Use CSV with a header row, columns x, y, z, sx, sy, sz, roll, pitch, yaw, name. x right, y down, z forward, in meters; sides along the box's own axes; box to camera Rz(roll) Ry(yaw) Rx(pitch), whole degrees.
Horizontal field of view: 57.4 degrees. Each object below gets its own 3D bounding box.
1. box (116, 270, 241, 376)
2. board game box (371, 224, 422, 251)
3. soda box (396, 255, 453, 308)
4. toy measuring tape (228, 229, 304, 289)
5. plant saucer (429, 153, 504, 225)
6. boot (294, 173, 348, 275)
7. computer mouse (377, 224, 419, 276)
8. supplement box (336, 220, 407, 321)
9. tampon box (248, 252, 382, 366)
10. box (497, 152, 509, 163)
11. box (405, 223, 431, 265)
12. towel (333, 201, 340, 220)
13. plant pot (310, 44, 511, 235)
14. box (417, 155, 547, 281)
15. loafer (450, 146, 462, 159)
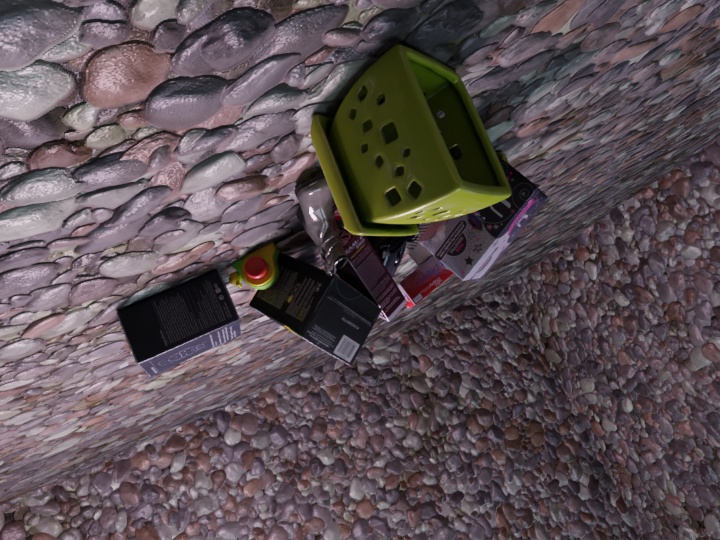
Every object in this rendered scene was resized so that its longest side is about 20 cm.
x,y,z,sx,sy,sz,roll,pitch,yaw,name
-0.340,0.104,1.258,0.199,0.108,0.149,-24,168,-16,box
0.070,-0.071,1.517,0.135,0.035,0.200,-33,174,-38,board game box
0.173,0.001,1.522,0.199,0.064,0.070,-38,177,-14,soda box
-0.156,-0.016,1.243,0.199,0.074,0.074,-27,168,1,toy measuring tape
0.195,-0.139,1.231,0.200,0.029,0.201,-42,159,-20,plant saucer
-0.052,-0.072,1.090,0.067,0.131,0.200,-24,167,-12,boot
0.053,-0.011,1.399,0.138,0.053,0.200,-32,167,-44,computer mouse
0.000,0.000,1.283,0.061,0.201,0.109,-45,-143,-16,supplement box
-0.089,0.072,1.276,0.150,0.199,0.127,36,81,-38,tampon box
0.220,-0.197,1.346,0.122,0.048,0.199,-32,167,31,box
0.191,-0.098,1.531,0.200,0.069,0.082,-40,177,2,box
0.030,-0.114,1.139,0.143,0.023,0.200,7,167,-14,towel
0.059,-0.150,0.876,0.181,0.201,0.199,-27,170,29,plant pot
0.218,-0.090,1.158,0.201,0.115,0.132,-54,161,13,box
0.160,-0.171,1.241,0.067,0.076,0.200,-27,164,-33,loafer
